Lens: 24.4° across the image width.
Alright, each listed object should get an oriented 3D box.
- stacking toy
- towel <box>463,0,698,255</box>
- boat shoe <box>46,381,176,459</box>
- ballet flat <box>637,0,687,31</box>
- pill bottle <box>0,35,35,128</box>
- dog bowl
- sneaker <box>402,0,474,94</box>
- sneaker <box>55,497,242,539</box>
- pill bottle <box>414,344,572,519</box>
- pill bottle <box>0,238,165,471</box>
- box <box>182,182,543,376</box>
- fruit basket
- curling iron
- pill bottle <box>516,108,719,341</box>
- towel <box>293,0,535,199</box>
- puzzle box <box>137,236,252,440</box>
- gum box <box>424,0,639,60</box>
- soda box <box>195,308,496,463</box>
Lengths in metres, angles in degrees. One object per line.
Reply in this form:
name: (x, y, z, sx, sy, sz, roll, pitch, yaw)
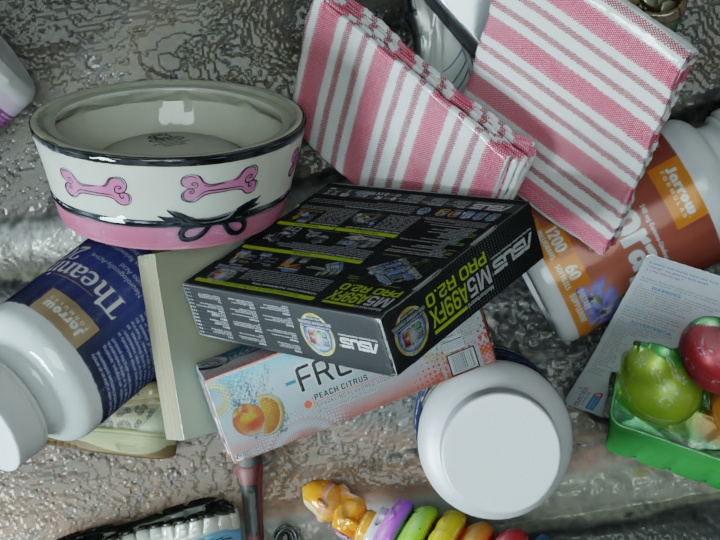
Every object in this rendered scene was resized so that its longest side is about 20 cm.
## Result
stacking toy: (0.041, 0.214, 1.262, 0.198, 0.116, 0.111, 27, 90, 11)
towel: (0.139, -0.116, 1.115, 0.146, 0.201, 0.030, 39, 53, 19)
boat shoe: (-0.235, 0.100, 1.270, 0.197, 0.073, 0.064, 10, 87, -11)
ballet flat: (0.175, -0.256, 1.242, 0.200, 0.067, 0.068, 45, 76, -3)
pill bottle: (-0.350, -0.111, 1.236, 0.199, 0.112, 0.113, -38, 92, 2)
dog bowl: (-0.137, -0.077, 1.201, 0.197, 0.201, 0.075, 0, 112, 1)
sneaker: (0.078, -0.151, 1.250, 0.086, 0.075, 0.203, -4, 93, -4)
sneaker: (-0.182, 0.243, 1.270, 0.198, 0.078, 0.091, -15, 96, 2)
pill bottle: (0.094, 0.116, 1.197, 0.109, 0.200, 0.113, 0, 93, 0)
pill bottle: (-0.202, 0.050, 1.197, 0.111, 0.111, 0.200, 50, 56, -2)
box: (0.000, 0.000, 1.133, 0.160, 0.199, 0.045, -37, 120, -36)
fruit basket: (0.262, 0.071, 1.206, 0.183, 0.094, 0.201, 18, 137, 1)
curling iron: (-0.077, 0.150, 1.291, 0.049, 0.026, 0.203, -11, 88, -20)
pill bottle: (0.211, -0.041, 1.231, 0.198, 0.112, 0.113, -29, 92, 2)
towel: (0.031, -0.099, 1.197, 0.200, 0.147, 0.030, 42, 56, 16)
puzzle box: (-0.066, 0.039, 1.223, 0.198, 0.025, 0.135, -11, 93, -40)
gum box: (0.097, -0.225, 1.189, 0.113, 0.066, 0.200, -41, 94, -1)
soda box: (-0.011, 0.063, 1.151, 0.198, 0.068, 0.064, -20, 101, -8)
